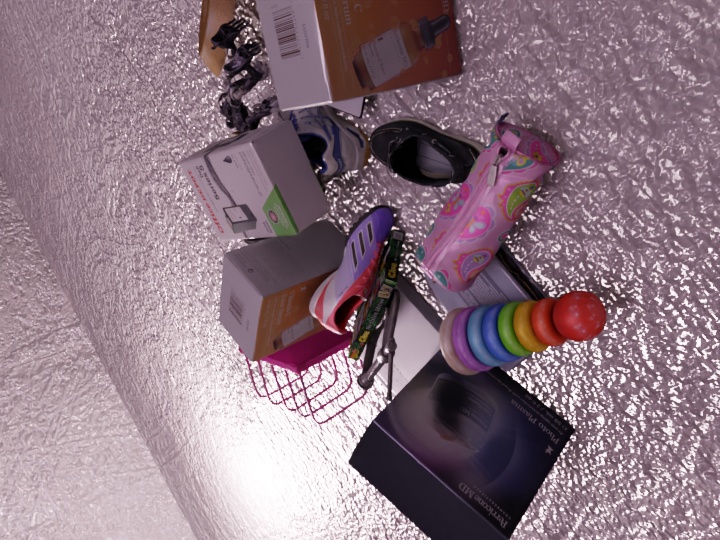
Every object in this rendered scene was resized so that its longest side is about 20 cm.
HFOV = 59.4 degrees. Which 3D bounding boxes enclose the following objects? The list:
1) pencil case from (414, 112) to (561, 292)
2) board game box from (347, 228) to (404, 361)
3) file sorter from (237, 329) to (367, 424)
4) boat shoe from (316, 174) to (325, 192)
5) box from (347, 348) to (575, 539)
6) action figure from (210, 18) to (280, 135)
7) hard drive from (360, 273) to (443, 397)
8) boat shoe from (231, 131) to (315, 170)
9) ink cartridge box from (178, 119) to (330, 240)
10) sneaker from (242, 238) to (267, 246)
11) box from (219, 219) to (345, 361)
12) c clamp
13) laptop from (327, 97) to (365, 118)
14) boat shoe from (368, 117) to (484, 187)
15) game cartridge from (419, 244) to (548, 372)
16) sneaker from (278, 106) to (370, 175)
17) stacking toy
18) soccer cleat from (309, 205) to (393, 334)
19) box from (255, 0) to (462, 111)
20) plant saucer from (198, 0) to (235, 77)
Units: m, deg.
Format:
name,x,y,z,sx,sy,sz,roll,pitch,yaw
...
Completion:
name,x,y,z,sx,sy,sz,roll,pitch,yaw
pencil case,0.139,-0.071,0.716,0.087,0.087,0.200,48,128,24
board game box,0.022,0.041,0.960,0.023,0.105,0.200,19,136,-4
file sorter,-0.103,0.183,1.161,0.200,0.139,0.126,7,116,50
boat shoe,-0.114,-0.130,1.068,0.200,0.067,0.057,21,141,51
box,0.129,0.223,0.802,0.200,0.198,0.123,39,138,15
action figure,-0.166,-0.270,0.960,0.119,0.102,0.200,53,160,23
hard drive,0.065,0.116,1.001,0.132,0.027,0.200,48,142,24
boat shoe,-0.149,-0.197,1.058,0.200,0.073,0.065,23,121,44
ink cartridge box,-0.162,-0.128,0.948,0.200,0.084,0.146,-2,121,46
sneaker,-0.160,-0.038,1.111,0.200,0.084,0.121,-100,-5,-69
box,-0.111,0.029,1.016,0.106,0.200,0.152,45,139,29
c clamp,0.024,0.116,0.907,0.200,0.027,0.171,118,164,-67
laptop,-0.081,-0.328,0.854,0.187,0.116,0.200,32,122,39
boat shoe,0.068,-0.147,0.811,0.199,0.066,0.075,31,132,39
game cartridge,0.160,0.027,0.820,0.200,0.040,0.133,54,139,17
sneaker,-0.076,-0.211,0.944,0.200,0.088,0.075,40,139,34
stacking toy,0.187,0.068,0.720,0.200,0.085,0.085,-19,94,49
soccer cleat,0.000,0.000,0.926,0.073,0.068,0.200,41,103,40
box,0.001,-0.275,0.709,0.106,0.200,0.152,10,117,51
plant saucer,-0.227,-0.409,0.991,0.200,0.035,0.200,-174,90,-69
